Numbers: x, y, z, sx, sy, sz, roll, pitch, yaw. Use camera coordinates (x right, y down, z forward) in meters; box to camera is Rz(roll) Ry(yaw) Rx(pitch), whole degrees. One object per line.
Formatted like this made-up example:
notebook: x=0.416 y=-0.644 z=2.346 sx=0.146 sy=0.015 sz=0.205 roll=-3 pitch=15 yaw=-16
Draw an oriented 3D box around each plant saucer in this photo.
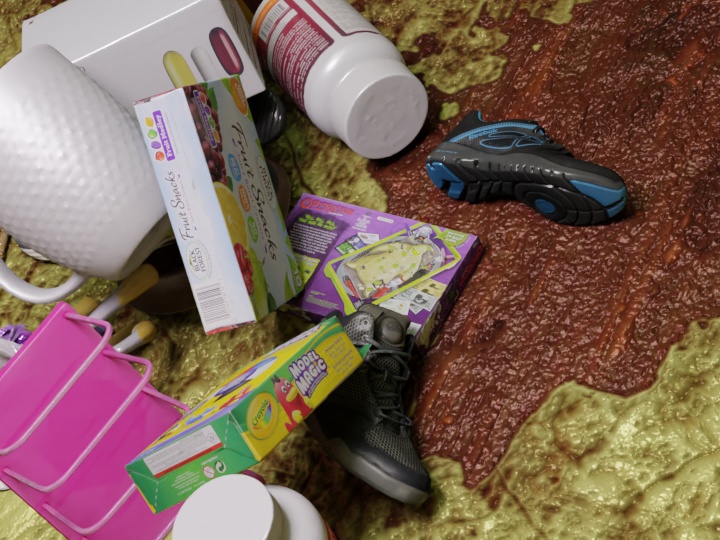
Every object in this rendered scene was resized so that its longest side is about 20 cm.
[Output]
plant saucer: x=-0.160 y=-0.046 z=1.493 sx=0.199 sy=0.032 sz=0.201 roll=-20 pitch=43 yaw=20

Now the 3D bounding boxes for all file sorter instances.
file sorter: x=-0.193 y=0.148 z=1.228 sx=0.139 sy=0.200 sz=0.125 roll=-51 pitch=27 yaw=-18

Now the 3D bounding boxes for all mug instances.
mug: x=-0.258 y=-0.062 z=1.325 sx=0.200 sy=0.175 sz=0.148 roll=-52 pitch=-3 yaw=22

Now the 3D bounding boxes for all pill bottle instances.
pill bottle: x=-0.057 y=0.230 z=1.112 sx=0.112 sy=0.200 sz=0.113 roll=-14 pitch=49 yaw=16
pill bottle: x=-0.021 y=-0.197 z=1.510 sx=0.109 sy=0.110 sz=0.200 roll=-36 pitch=46 yaw=-5

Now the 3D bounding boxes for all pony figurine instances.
pony figurine: x=-0.282 y=0.087 z=1.379 sx=0.192 sy=0.167 sz=0.200 roll=-24 pitch=12 yaw=44

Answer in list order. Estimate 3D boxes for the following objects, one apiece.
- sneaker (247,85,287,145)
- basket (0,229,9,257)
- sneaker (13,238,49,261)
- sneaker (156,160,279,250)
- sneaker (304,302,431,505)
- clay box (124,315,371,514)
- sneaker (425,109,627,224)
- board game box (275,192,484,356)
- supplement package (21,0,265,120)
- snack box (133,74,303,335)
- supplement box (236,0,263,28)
sneaker: x=-0.131 y=-0.162 z=1.548 sx=0.199 sy=0.088 sz=0.075 roll=17 pitch=94 yaw=41
basket: x=-0.455 y=-0.087 z=1.617 sx=0.148 sy=0.143 sz=0.201 roll=-8 pitch=50 yaw=22
sneaker: x=-0.286 y=-0.078 z=1.540 sx=0.199 sy=0.086 sz=0.078 roll=-22 pitch=37 yaw=35
sneaker: x=-0.172 y=-0.062 z=1.433 sx=0.199 sy=0.075 sz=0.085 roll=-20 pitch=13 yaw=1
sneaker: x=0.011 y=0.099 z=1.257 sx=0.115 sy=0.076 sz=0.200 roll=-53 pitch=41 yaw=11
clay box: x=-0.079 y=0.101 z=1.170 sx=0.115 sy=0.048 sz=0.200 roll=-29 pitch=7 yaw=32
sneaker: x=0.152 y=-0.099 z=1.366 sx=0.199 sy=0.073 sz=0.082 roll=17 pitch=61 yaw=35
board game box: x=0.000 y=0.000 z=1.393 sx=0.199 sy=0.032 sz=0.121 roll=16 pitch=66 yaw=35
supplement package: x=-0.208 y=-0.205 z=1.464 sx=0.199 sy=0.111 sz=0.156 roll=-25 pitch=32 yaw=4
snack box: x=-0.117 y=-0.060 z=1.317 sx=0.053 sy=0.202 sz=0.142 roll=-15 pitch=7 yaw=16
supplement box: x=-0.145 y=-0.351 z=1.626 sx=0.132 sy=0.198 sz=0.201 roll=3 pitch=54 yaw=42
